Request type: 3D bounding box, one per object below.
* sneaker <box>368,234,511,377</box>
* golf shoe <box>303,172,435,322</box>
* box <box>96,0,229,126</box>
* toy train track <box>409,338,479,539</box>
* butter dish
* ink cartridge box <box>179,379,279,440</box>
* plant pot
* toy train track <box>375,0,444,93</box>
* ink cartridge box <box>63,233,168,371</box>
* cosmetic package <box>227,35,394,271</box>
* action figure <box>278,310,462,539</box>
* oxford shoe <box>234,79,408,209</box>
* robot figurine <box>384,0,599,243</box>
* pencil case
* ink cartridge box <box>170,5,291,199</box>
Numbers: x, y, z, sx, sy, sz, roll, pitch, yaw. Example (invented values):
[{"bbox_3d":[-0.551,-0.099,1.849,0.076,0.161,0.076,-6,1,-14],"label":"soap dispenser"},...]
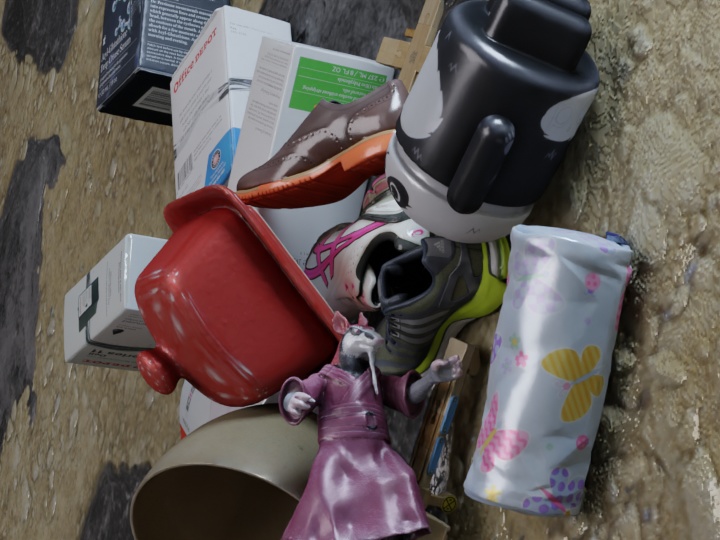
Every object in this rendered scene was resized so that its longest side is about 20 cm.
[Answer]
[{"bbox_3d":[0.042,0.024,1.415,0.200,0.080,0.074,-51,37,46],"label":"sneaker"},{"bbox_3d":[0.000,0.000,1.503,0.200,0.072,0.092,-52,20,46],"label":"golf shoe"},{"bbox_3d":[-0.225,-0.288,2.060,0.148,0.106,0.201,-29,54,59],"label":"box"},{"bbox_3d":[0.057,0.153,1.386,0.115,0.032,0.201,22,95,57],"label":"toy train track"},{"bbox_3d":[-0.124,0.046,1.511,0.148,0.200,0.199,-40,10,-21],"label":"butter dish"},{"bbox_3d":[-0.146,0.163,1.727,0.200,0.057,0.163,-50,30,3],"label":"ink cartridge box"},{"bbox_3d":[-0.077,0.191,1.515,0.201,0.200,0.135,-53,7,43],"label":"plant pot"},{"bbox_3d":[0.077,-0.166,1.477,0.200,0.032,0.115,25,97,58],"label":"toy train track"},{"bbox_3d":[-0.211,0.041,1.867,0.200,0.146,0.084,-35,51,58],"label":"ink cartridge box"},{"bbox_3d":[-0.052,-0.102,1.630,0.085,0.107,0.201,27,107,61],"label":"cosmetic package"},{"bbox_3d":[0.001,0.129,1.371,0.149,0.133,0.201,113,158,-64],"label":"action figure"},{"bbox_3d":[-0.030,-0.102,1.517,0.199,0.071,0.073,-18,72,34],"label":"oxford shoe"},{"bbox_3d":[0.094,-0.116,1.304,0.125,0.150,0.201,43,124,27],"label":"robot figurine"},{"bbox_3d":[0.125,0.068,1.223,0.091,0.083,0.201,13,93,63],"label":"pencil case"},{"bbox_3d":[-0.129,-0.143,1.831,0.146,0.085,0.201,-47,39,48],"label":"ink cartridge box"}]
